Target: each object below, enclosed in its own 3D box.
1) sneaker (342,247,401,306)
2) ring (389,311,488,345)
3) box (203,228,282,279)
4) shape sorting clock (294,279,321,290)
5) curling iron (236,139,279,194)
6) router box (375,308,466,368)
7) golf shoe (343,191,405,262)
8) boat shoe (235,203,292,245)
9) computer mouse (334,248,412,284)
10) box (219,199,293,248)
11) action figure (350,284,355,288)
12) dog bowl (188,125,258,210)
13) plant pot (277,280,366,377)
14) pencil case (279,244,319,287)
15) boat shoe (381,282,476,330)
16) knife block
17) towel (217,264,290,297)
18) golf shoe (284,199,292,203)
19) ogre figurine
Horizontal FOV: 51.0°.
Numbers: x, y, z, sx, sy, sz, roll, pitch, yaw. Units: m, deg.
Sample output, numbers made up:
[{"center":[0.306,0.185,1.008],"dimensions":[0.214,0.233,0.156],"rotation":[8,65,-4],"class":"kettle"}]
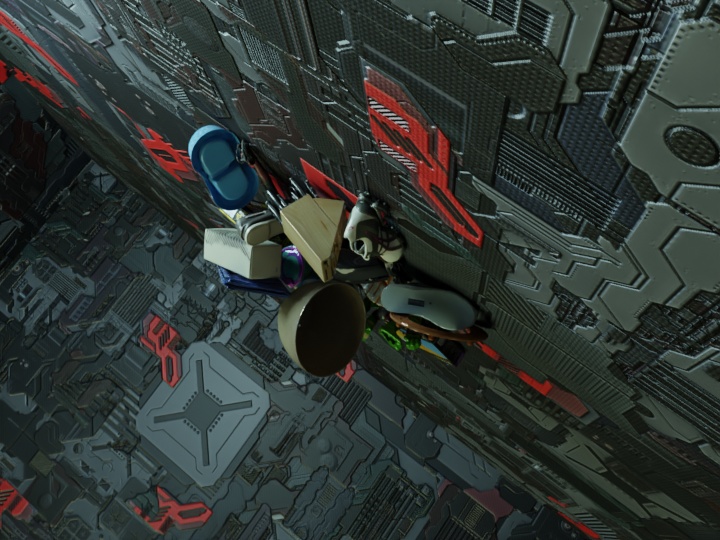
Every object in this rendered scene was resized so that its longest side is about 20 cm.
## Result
[{"center":[0.027,0.017,1.654],"dimensions":[0.199,0.079,0.077],"rotation":[37,-177,26],"class":"sneaker"},{"center":[0.152,0.111,1.475],"dimensions":[0.195,0.020,0.201],"rotation":[12,-170,-2],"class":"ring"},{"center":[-0.250,-0.038,1.590],"dimensions":[0.081,0.070,0.198],"rotation":[-4,-165,-41],"class":"box"},{"center":[-0.106,0.015,1.805],"dimensions":[0.198,0.039,0.202],"rotation":[33,-152,-20],"class":"shape sorting clock"},{"center":[-0.206,-0.189,1.588],"dimensions":[0.025,0.050,0.201],"rotation":[-8,135,26],"class":"curling iron"},{"center":[0.143,0.148,1.816],"dimensions":[0.149,0.051,0.199],"rotation":[44,167,-34],"class":"router box"},{"center":[0.019,-0.057,1.339],"dimensions":[0.076,0.089,0.200],"rotation":[29,167,29],"class":"golf shoe"},{"center":[-0.162,-0.106,1.534],"dimensions":[0.057,0.197,0.068],"rotation":[44,137,34],"class":"boat shoe"},{"center":[0.000,0.000,1.538],"dimensions":[0.196,0.054,0.139],"rotation":[11,162,20],"class":"computer mouse"},{"center":[-0.206,-0.102,1.739],"dimensions":[0.159,0.050,0.199],"rotation":[38,-167,25],"class":"box"},{"center":[-0.009,0.047,1.806],"dimensions":[0.065,0.097,0.203],"rotation":[-44,60,42],"class":"action figure"},{"center":[-0.293,-0.221,1.601],"dimensions":[0.050,0.111,0.202],"rotation":[45,167,44],"class":"dog bowl"},{"center":[-0.102,0.110,1.620],"dimensions":[0.133,0.202,0.201],"rotation":[18,158,45],"class":"plant pot"},{"center":[-0.108,-0.014,1.680],"dimensions":[0.084,0.095,0.199],"rotation":[21,-166,26],"class":"pencil case"},{"center":[0.144,0.061,1.477],"dimensions":[0.196,0.073,0.090],"rotation":[14,-168,26],"class":"boat shoe"},{"center":[-0.117,-0.084,1.432],"dimensions":[0.171,0.203,0.065],"rotation":[6,144,10],"class":"knife block"},{"center":[-0.230,0.015,1.609],"dimensions":[0.142,0.024,0.200],"rotation":[11,-170,-18],"class":"towel"},{"center":[-0.101,-0.094,1.657],"dimensions":[0.199,0.079,0.097],"rotation":[36,-173,40],"class":"golf shoe"},{"center":[0.063,0.103,1.682],"dimensions":[0.197,0.120,0.099],"rotation":[2,132,43],"class":"ogre figurine"}]
